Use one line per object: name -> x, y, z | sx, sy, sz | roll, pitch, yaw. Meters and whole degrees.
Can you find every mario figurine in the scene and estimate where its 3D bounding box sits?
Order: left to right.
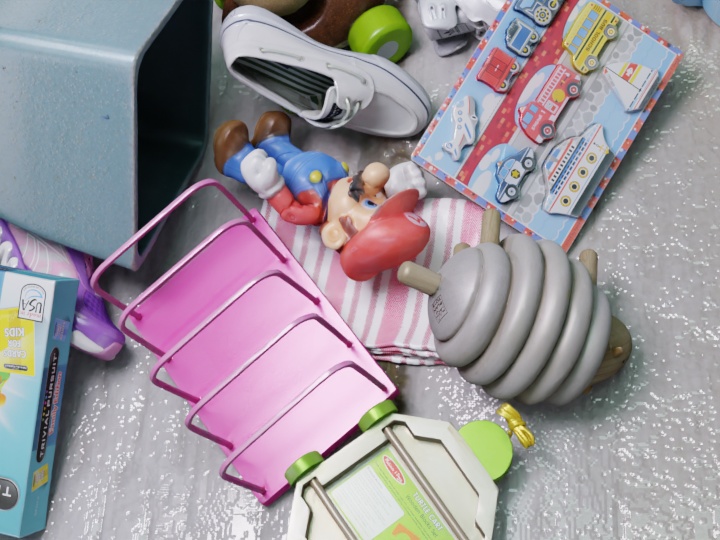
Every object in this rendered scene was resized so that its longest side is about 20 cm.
mario figurine -> -0.022, -0.078, 1.233 | 0.199, 0.106, 0.124 | 33, 69, 28

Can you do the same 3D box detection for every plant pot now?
plant pot -> -0.241, -0.151, 1.235 | 0.198, 0.198, 0.197 | 13, 38, 7

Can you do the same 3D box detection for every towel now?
towel -> 0.000, 0.000, 1.258 | 0.198, 0.030, 0.148 | 4, 63, 13

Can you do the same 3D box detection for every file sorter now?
file sorter -> -0.094, 0.051, 1.174 | 0.139, 0.125, 0.200 | -40, 68, 1

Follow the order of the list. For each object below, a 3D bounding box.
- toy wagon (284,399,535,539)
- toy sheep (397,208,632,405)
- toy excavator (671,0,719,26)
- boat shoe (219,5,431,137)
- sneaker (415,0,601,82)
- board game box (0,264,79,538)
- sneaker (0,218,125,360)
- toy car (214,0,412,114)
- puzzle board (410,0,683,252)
toy wagon -> 0.044, 0.174, 1.146 | 0.199, 0.040, 0.156 | -34, 72, -8
toy sheep -> 0.117, 0.033, 1.159 | 0.198, 0.138, 0.139 | 18, 64, -12
toy excavator -> 0.362, -0.237, 1.286 | 0.192, 0.100, 0.202 | -19, 74, 3
boat shoe -> -0.030, -0.147, 1.269 | 0.198, 0.074, 0.067 | 20, 43, -20
sneaker -> 0.122, -0.210, 1.320 | 0.114, 0.075, 0.201 | -33, 69, 4
board game box -> -0.311, 0.094, 1.207 | 0.149, 0.047, 0.203 | 9, 93, 15
sneaker -> -0.250, -0.012, 1.274 | 0.088, 0.081, 0.200 | -42, 63, 0
toy car -> -0.060, -0.267, 1.307 | 0.157, 0.200, 0.165 | -30, 62, -6
puzzle board -> 0.154, -0.135, 1.248 | 0.150, 0.017, 0.201 | 32, 85, -2
